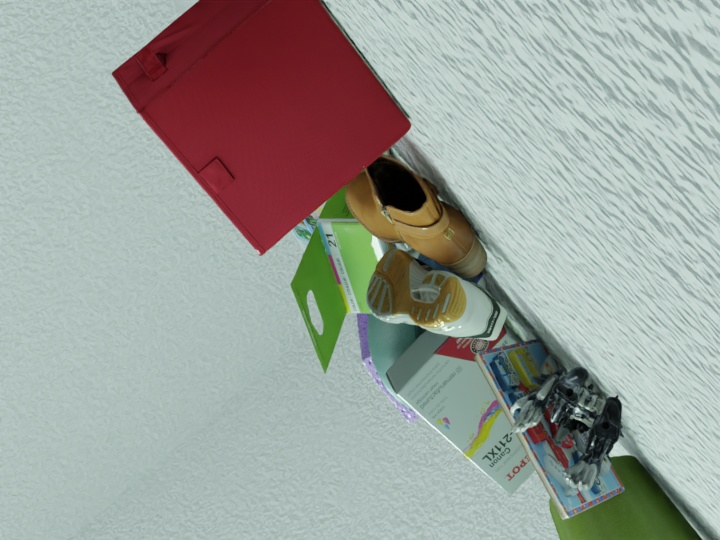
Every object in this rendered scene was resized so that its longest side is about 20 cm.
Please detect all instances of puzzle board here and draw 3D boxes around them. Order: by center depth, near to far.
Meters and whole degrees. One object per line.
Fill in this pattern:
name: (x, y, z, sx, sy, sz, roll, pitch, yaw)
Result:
puzzle board: (0.215, 0.169, 1.505, 0.150, 0.017, 0.201, -7, -115, -55)

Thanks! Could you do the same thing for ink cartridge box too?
ink cartridge box: (0.000, 0.000, 1.546, 0.201, 0.075, 0.148, -69, -29, -43)
ink cartridge box: (0.153, 0.145, 1.615, 0.200, 0.146, 0.083, 42, -175, -16)

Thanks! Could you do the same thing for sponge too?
sponge: (0.038, 0.107, 1.765, 0.112, 0.030, 0.200, 52, -167, -20)

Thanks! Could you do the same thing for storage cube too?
storage cube: (-0.093, -0.155, 1.218, 0.200, 0.180, 0.171, 51, 178, -25)

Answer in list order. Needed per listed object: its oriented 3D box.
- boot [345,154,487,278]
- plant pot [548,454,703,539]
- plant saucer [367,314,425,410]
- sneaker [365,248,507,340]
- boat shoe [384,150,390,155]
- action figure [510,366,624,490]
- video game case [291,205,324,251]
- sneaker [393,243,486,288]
boot: (0.031, -0.072, 1.381, 0.200, 0.077, 0.155, 42, -179, 36)
plant pot: (0.316, 0.325, 1.582, 0.191, 0.199, 0.200, 64, -174, 29)
plant saucer: (0.103, 0.079, 1.682, 0.201, 0.201, 0.039, 50, 150, -15)
sneaker: (0.076, 0.034, 1.392, 0.087, 0.076, 0.200, 22, -177, -27)
boat shoe: (-0.017, -0.144, 1.468, 0.072, 0.065, 0.200, 48, 179, 13)
action figure: (0.217, 0.158, 1.409, 0.119, 0.102, 0.200, 38, 175, 9)
video game case: (-0.030, -0.043, 1.751, 0.200, 0.024, 0.182, 23, 151, 47)
sneaker: (0.084, -0.029, 1.552, 0.200, 0.080, 0.147, -76, -36, -76)
